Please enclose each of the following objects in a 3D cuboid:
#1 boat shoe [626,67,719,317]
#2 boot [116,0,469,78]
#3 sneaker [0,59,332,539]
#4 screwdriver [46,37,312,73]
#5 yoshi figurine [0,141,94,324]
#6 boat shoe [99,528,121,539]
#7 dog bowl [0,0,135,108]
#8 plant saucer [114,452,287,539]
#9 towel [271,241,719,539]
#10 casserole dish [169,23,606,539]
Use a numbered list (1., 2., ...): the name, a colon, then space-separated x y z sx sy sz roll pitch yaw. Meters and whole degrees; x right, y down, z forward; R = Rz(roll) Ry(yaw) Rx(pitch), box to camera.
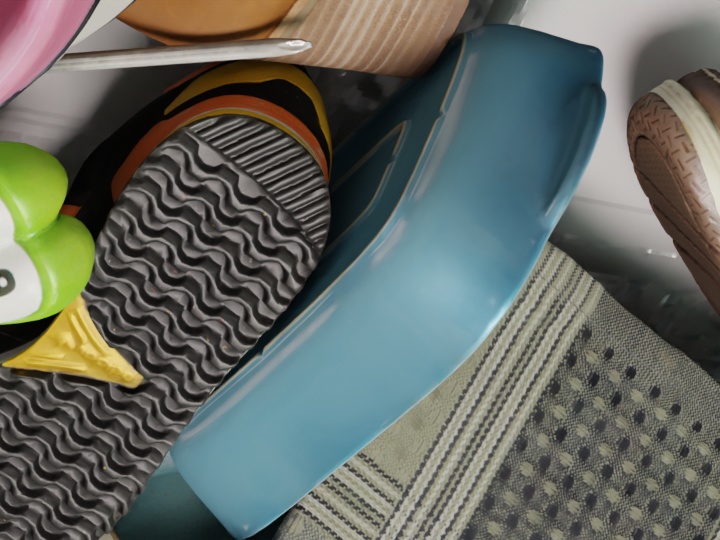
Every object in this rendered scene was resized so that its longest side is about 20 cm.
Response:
1. boat shoe: 0.148 -0.006 0.825 0.075 0.075 0.202 -35 139 0
2. boot: -0.026 -0.135 0.650 0.154 0.074 0.200 12 127 -18
3. sneaker: -0.076 0.015 0.756 0.070 0.090 0.200 38 116 -15
4. screwdriver: -0.111 -0.051 0.698 0.200 0.029 0.028 1 149 14
5. yoshi figurine: -0.168 0.017 0.661 0.200 0.112 0.112 -17 143 23
6. boat shoe: -0.112 0.158 0.826 0.065 0.072 0.200 -11 140 -29
7. dog bowl: -0.134 -0.112 0.593 0.200 0.074 0.200 7 127 9
8. plant saucer: -0.083 0.116 0.876 0.200 0.027 0.200 -16 135 -17
9. towel: 0.053 0.105 0.797 0.192 0.035 0.200 39 73 -22
10. casserole dish: 0.000 0.000 0.740 0.039 0.121 0.200 32 141 -12
